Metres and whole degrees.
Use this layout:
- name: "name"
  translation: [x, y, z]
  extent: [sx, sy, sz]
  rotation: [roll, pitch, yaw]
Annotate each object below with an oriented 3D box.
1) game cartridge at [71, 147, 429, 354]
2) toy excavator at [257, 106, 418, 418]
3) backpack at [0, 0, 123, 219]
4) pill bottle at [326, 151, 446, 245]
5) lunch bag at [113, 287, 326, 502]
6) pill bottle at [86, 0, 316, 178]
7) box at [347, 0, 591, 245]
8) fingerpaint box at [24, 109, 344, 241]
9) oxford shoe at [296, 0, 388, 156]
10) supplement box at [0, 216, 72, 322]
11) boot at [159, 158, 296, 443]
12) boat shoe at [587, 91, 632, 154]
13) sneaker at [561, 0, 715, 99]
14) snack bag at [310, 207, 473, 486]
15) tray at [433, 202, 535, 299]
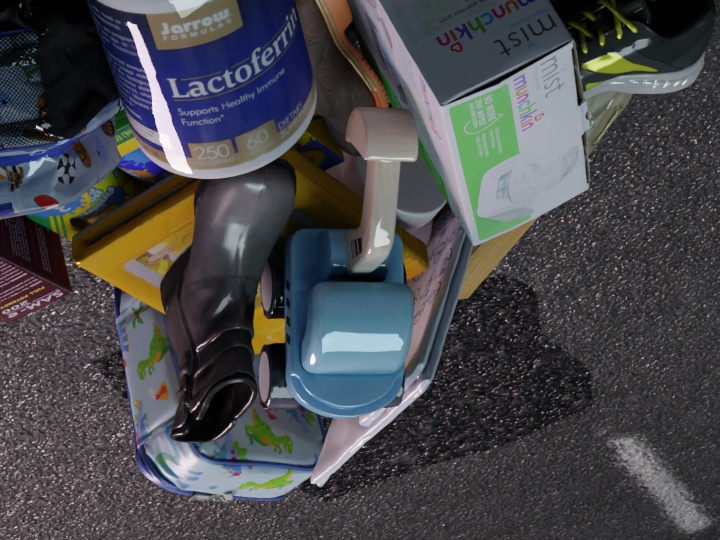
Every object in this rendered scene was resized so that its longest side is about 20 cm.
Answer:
- name: "game cartridge"
  translation: [-0.077, -0.012, 1.461]
  extent: [0.176, 0.032, 0.200]
  rotation: [-29, 138, 26]
- name: "toy excavator"
  translation: [0.000, 0.000, 1.370]
  extent: [0.100, 0.195, 0.200]
  rotation: [2, 173, -16]
- name: "backpack"
  translation: [-0.238, -0.108, 1.228]
  extent: [0.190, 0.154, 0.200]
  rotation: [-1, -169, 10]
- name: "pill bottle"
  translation: [-0.014, -0.029, 1.579]
  extent: [0.112, 0.113, 0.200]
  rotation: [2, 150, -32]
- name: "lunch bag"
  translation: [-0.112, 0.088, 1.658]
  extent: [0.161, 0.200, 0.082]
  rotation: [9, 146, -41]
- name: "pill bottle"
  translation: [-0.097, -0.158, 1.156]
  extent: [0.115, 0.116, 0.200]
  rotation: [-15, 138, 0]
- name: "box"
  translation: [0.066, -0.143, 1.306]
  extent: [0.097, 0.177, 0.200]
  rotation: [-26, 155, -3]
- name: "fingerpaint box"
  translation: [-0.139, -0.091, 1.428]
  extent: [0.200, 0.073, 0.167]
  rotation: [-24, 153, 19]
- name: "oxford shoe"
  translation: [-0.037, -0.134, 1.369]
  extent: [0.073, 0.071, 0.200]
  rotation: [-44, 143, -13]
- name: "supplement box"
  translation: [-0.286, -0.048, 1.397]
  extent: [0.061, 0.109, 0.200]
  rotation: [-25, 152, 19]
- name: "boot"
  translation: [-0.084, 0.024, 1.371]
  extent: [0.070, 0.132, 0.200]
  rotation: [4, 143, -16]
- name: "boat shoe"
  translation: [0.149, -0.094, 1.588]
  extent: [0.065, 0.072, 0.200]
  rotation: [0, 145, -26]
- name: "sneaker"
  translation: [0.166, -0.167, 1.462]
  extent: [0.200, 0.075, 0.085]
  rotation: [-15, 150, -22]
- name: "snack bag"
  translation: [0.026, 0.051, 1.559]
  extent: [0.021, 0.189, 0.200]
  rotation: [27, 142, -12]
- name: "tray"
  translation: [0.099, -0.068, 1.575]
  extent: [0.037, 0.099, 0.200]
  rotation: [-2, 152, -28]
